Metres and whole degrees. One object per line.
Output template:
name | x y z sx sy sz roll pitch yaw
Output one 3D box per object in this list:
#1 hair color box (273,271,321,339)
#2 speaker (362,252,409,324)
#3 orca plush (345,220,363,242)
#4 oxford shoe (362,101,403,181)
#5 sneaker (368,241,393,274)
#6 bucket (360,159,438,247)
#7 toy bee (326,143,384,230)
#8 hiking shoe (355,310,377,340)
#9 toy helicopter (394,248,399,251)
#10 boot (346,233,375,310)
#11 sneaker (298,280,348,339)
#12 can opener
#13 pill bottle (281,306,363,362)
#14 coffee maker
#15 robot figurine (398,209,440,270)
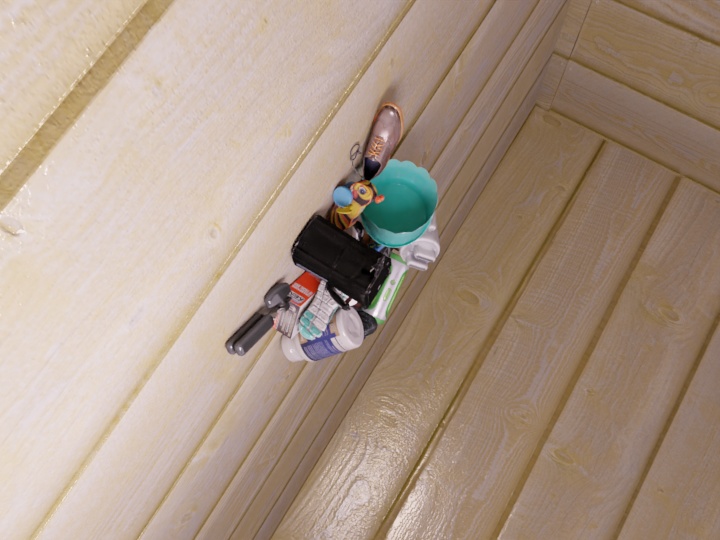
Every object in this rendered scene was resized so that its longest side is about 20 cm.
hair color box | -0.130 0.064 1.543 0.200 0.063 0.112 -46 161 -51
speaker | 0.071 0.050 1.818 0.202 0.088 0.088 -65 167 1
orca plush | -0.015 -0.048 1.579 0.070 0.105 0.202 -16 127 -31
oxford shoe | 0.048 -0.285 1.423 0.201 0.070 0.073 105 8 -48
sneaker | 0.046 -0.020 1.655 0.083 0.070 0.200 64 29 -24
bucket | 0.092 -0.166 1.606 0.208 0.206 0.135 -57 172 -13
toy bee | -0.008 -0.162 1.423 0.131 0.108 0.201 -47 162 -38
hiking shoe | -0.010 0.156 1.684 0.199 0.086 0.075 -18 -120 51
toy helicopter | 0.095 -0.139 1.829 0.132 0.078 0.201 -48 130 -28
boot | 0.000 0.000 1.694 0.188 0.068 0.203 -7 106 -60
sneaker | -0.086 0.081 1.494 0.201 0.077 0.091 -52 179 -22
can opener | -0.217 0.103 1.352 0.200 0.052 0.067 -51 131 -40
pill bottle | -0.100 0.167 1.595 0.198 0.112 0.111 -21 -175 26
coffee maker | -0.039 -0.031 1.378 0.135 0.198 0.193 -52 167 -38
robot figurine | 0.159 -0.099 1.735 0.170 0.112 0.202 -47 -146 41
